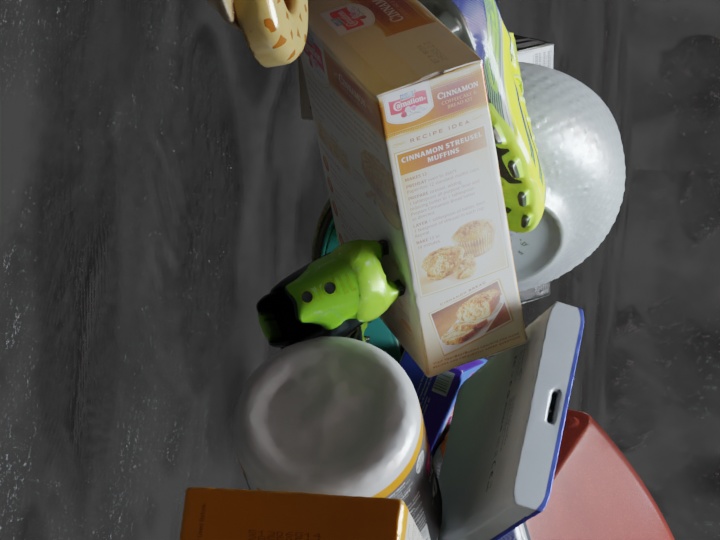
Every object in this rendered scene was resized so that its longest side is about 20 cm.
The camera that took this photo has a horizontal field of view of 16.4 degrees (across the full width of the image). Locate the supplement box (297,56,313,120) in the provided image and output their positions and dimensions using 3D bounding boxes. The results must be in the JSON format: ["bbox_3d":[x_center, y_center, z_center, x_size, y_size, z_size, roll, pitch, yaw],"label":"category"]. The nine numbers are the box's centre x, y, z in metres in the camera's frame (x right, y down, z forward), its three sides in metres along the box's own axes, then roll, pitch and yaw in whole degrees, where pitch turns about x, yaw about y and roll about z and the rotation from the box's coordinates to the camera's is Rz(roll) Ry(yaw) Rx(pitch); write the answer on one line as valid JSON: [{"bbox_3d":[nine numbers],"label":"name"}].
[{"bbox_3d":[0.001,-0.213,1.653,0.126,0.073,0.201,-67,158,-60],"label":"supplement box"}]

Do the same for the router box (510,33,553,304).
[{"bbox_3d":[0.080,-0.086,1.926,0.051,0.149,0.201,-15,113,-38],"label":"router box"}]

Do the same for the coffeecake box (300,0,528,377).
[{"bbox_3d":[0.030,-0.061,1.568,0.154,0.073,0.201,-129,-157,-56],"label":"coffeecake box"}]

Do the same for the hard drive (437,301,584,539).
[{"bbox_3d":[0.090,0.110,1.612,0.200,0.025,0.133,130,-25,-68],"label":"hard drive"}]

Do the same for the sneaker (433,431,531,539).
[{"bbox_3d":[0.100,0.203,1.774,0.112,0.077,0.201,-21,104,-81],"label":"sneaker"}]

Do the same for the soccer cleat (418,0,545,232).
[{"bbox_3d":[0.089,-0.116,1.659,0.084,0.064,0.201,-50,130,-37],"label":"soccer cleat"}]

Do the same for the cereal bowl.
[{"bbox_3d":[0.094,-0.050,1.775,0.201,0.199,0.084,81,1,-48],"label":"cereal bowl"}]

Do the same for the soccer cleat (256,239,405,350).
[{"bbox_3d":[-0.030,0.026,1.592,0.200,0.081,0.068,124,-55,-72],"label":"soccer cleat"}]

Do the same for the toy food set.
[{"bbox_3d":[-0.058,-0.229,1.403,0.198,0.048,0.201,72,24,-62],"label":"toy food set"}]

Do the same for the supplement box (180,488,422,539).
[{"bbox_3d":[-0.025,0.191,1.440,0.200,0.125,0.074,66,28,-66],"label":"supplement box"}]

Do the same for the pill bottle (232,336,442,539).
[{"bbox_3d":[-0.009,0.136,1.575,0.200,0.116,0.117,76,20,-58],"label":"pill bottle"}]

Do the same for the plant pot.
[{"bbox_3d":[0.109,0.207,1.944,0.200,0.199,0.177,-52,139,-37],"label":"plant pot"}]

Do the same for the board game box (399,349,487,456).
[{"bbox_3d":[0.026,0.152,1.794,0.134,0.045,0.201,-4,116,-80],"label":"board game box"}]

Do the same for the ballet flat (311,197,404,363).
[{"bbox_3d":[0.000,0.000,1.754,0.071,0.070,0.201,-75,165,-47],"label":"ballet flat"}]
